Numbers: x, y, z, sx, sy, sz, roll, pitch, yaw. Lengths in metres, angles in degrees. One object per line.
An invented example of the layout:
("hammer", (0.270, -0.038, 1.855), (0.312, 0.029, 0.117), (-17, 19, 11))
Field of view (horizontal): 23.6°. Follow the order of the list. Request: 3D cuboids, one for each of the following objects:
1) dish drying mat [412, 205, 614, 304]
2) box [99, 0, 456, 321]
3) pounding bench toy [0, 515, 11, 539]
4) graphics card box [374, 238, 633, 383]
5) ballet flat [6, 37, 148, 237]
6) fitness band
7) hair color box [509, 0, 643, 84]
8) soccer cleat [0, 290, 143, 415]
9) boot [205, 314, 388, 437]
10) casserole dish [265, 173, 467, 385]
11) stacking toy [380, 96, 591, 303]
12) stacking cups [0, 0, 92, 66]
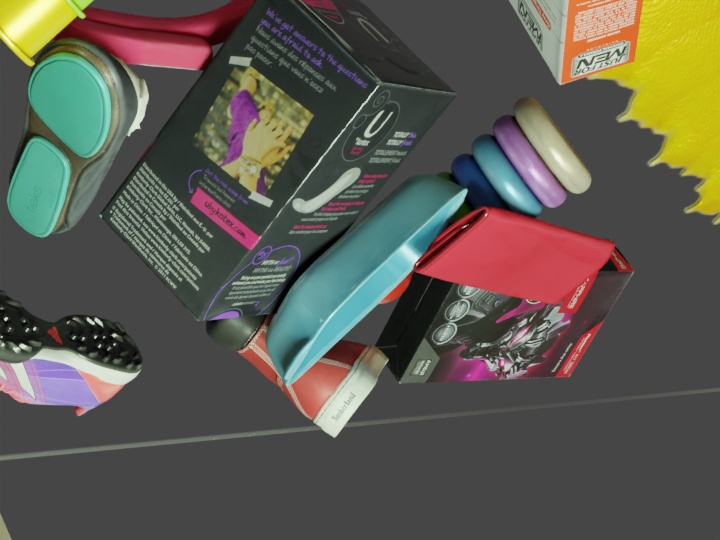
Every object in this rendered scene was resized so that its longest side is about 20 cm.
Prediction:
("dish drying mat", (0.121, -0.012, 1.310), (0.077, 0.018, 0.200), (-40, 151, 25))
("box", (-0.054, -0.076, 1.120), (0.200, 0.106, 0.122), (-50, 162, 19))
("pounding bench toy", (-0.357, 0.266, 1.266), (0.199, 0.124, 0.156), (2, 129, -38))
("graphics card box", (0.122, 0.032, 1.436), (0.199, 0.051, 0.126), (2, 129, -37))
("ballet flat", (-0.169, -0.092, 1.045), (0.073, 0.073, 0.200), (-12, 158, -27))
("fitness band", (-0.117, -0.193, 1.035), (0.199, 0.037, 0.144), (2, 127, -39))
("hair color box", (0.140, -0.228, 1.113), (0.061, 0.102, 0.200), (-18, 146, -11))
("soccer cleat", (-0.241, 0.059, 1.185), (0.073, 0.068, 0.200), (-46, 144, 21))
("boot", (-0.055, 0.054, 1.317), (0.073, 0.144, 0.200), (-53, 178, 1))
("casserole dish", (0.000, 0.000, 1.197), (0.200, 0.039, 0.121), (-42, 171, -37))
("stacking toy", (0.074, -0.041, 1.305), (0.200, 0.086, 0.085), (-37, 143, 10))
("stacking cups", (-0.130, -0.203, 0.953), (0.200, 0.061, 0.061), (-43, 142, -1))
